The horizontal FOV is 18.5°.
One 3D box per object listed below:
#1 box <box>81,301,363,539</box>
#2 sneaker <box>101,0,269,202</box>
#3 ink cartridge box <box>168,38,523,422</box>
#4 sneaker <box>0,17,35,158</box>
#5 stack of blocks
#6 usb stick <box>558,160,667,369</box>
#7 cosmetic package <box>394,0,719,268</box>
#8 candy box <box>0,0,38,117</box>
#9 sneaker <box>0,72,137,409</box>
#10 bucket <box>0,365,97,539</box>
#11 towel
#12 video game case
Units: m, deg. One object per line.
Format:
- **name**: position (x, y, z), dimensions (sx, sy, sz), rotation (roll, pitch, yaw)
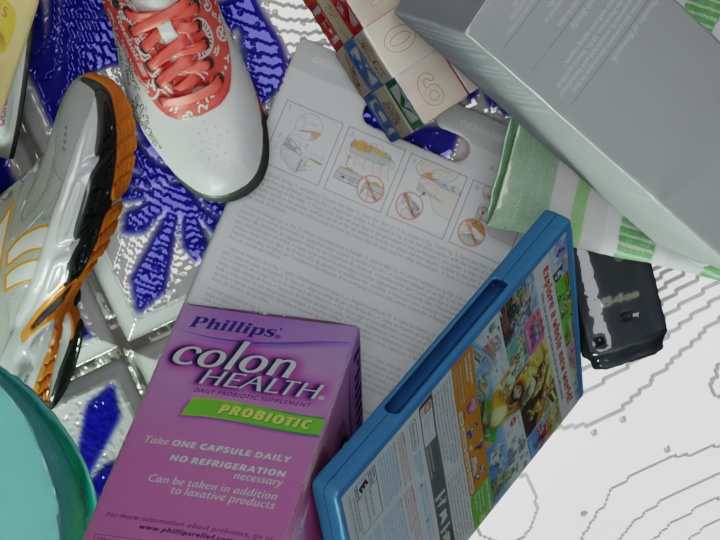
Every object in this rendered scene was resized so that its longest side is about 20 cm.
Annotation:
- **box**: position (-0.064, 0.151, 1.087), dimensions (0.096, 0.201, 0.177), rotation (6, 130, 10)
- **sneaker**: position (-0.107, -0.133, 1.134), dimensions (0.067, 0.108, 0.203), rotation (-18, 87, 6)
- **ink cartridge box**: position (0.000, 0.000, 1.197), dimensions (0.161, 0.057, 0.201), rotation (23, 74, -1)
- **sneaker**: position (-0.228, -0.166, 1.161), dimensions (0.119, 0.084, 0.202), rotation (6, 96, -9)
- **stack of blocks**: position (-0.004, -0.171, 1.132), dimensions (0.058, 0.115, 0.201), rotation (-33, 93, -10)
- **usb stick**: position (0.120, -0.049, 1.183), dimensions (0.055, 0.033, 0.202), rotation (-17, 96, -26)
- **cosmetic package**: position (0.124, -0.091, 1.075), dimensions (0.199, 0.107, 0.091), rotation (36, 88, -24)
- **candy box**: position (-0.246, -0.067, 1.108), dimensions (0.114, 0.055, 0.202), rotation (18, 102, -14)
- **sneaker**: position (-0.184, -0.016, 1.165), dimensions (0.091, 0.076, 0.202), rotation (22, 106, 8)
- **bucket**: position (-0.223, 0.124, 1.040), dimensions (0.205, 0.135, 0.210), rotation (0, 88, 4)
- **towel**: position (0.177, -0.076, 1.164), dimensions (0.198, 0.023, 0.154), rotation (13, 94, -16)
- **video game case**: position (0.050, 0.083, 1.111), dimensions (0.018, 0.144, 0.200), rotation (25, 57, 28)
